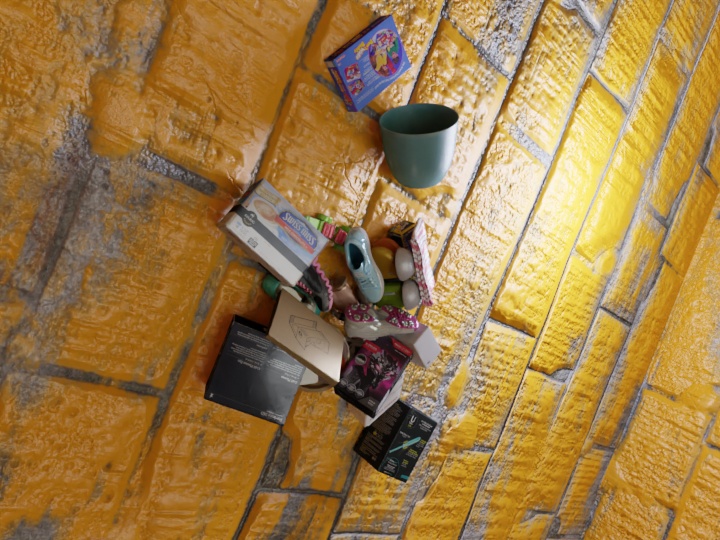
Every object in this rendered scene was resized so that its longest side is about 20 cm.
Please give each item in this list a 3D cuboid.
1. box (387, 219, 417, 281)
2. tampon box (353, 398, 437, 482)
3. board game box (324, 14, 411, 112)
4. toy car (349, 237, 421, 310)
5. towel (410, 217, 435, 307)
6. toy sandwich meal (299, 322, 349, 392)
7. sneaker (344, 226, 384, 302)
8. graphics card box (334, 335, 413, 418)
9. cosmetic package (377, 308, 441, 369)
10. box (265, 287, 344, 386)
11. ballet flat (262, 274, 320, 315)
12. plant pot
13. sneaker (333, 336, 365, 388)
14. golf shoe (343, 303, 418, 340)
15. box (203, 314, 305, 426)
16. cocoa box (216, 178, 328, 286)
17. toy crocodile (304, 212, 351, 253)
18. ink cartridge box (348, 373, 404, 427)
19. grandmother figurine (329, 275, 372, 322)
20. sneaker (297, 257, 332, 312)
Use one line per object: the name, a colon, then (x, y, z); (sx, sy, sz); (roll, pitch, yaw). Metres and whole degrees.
box: (0.142, -0.034, 1.583); (0.069, 0.064, 0.203); (-32, 120, -25)
tampon box: (0.105, 0.492, 1.677); (0.149, 0.125, 0.203); (36, 81, -39)
board game box: (0.022, -0.498, 1.359); (0.200, 0.044, 0.136); (-43, 125, -19)
toy car: (0.076, 0.010, 1.507); (0.151, 0.171, 0.204); (-60, 140, -55)
towel: (0.169, -0.024, 1.490); (0.147, 0.029, 0.204); (-67, 147, -62)
toy sandwich meal: (-0.123, 0.220, 1.412); (0.200, 0.070, 0.211); (0, 97, -4)
sneaker: (0.000, 0.000, 1.389); (0.204, 0.072, 0.082); (69, 27, -20)
graphics card box: (0.035, 0.257, 1.433); (0.201, 0.124, 0.051); (-51, 161, -29)
cosmetic package: (0.114, 0.181, 1.539); (0.071, 0.198, 0.102); (-46, 127, -21)
box: (-0.120, 0.151, 1.284); (0.199, 0.165, 0.021); (40, 117, -20)
ballet flat: (-0.157, 0.078, 1.385); (0.199, 0.070, 0.068); (39, 80, -38)
plant pot: (0.148, -0.308, 1.428); (0.198, 0.200, 0.164); (-27, 132, -27)
sneaker: (-0.039, 0.254, 1.526); (0.196, 0.079, 0.133); (-5, 108, -36)
golf shoe: (0.050, 0.139, 1.445); (0.195, 0.076, 0.093); (9, 129, -11)
box: (-0.237, 0.229, 1.307); (0.197, 0.104, 0.186); (23, 89, -14)
cocoa box: (-0.192, -0.081, 1.237); (0.200, 0.133, 0.132); (43, 78, -18)
toy crocodile: (-0.064, -0.090, 1.410); (0.198, 0.061, 0.069); (23, 90, -39)
ink cartridge box: (0.043, 0.317, 1.550); (0.146, 0.083, 0.202); (-34, 150, -28)
grandmother figurine: (-0.018, 0.104, 1.483); (0.202, 0.119, 0.061); (60, 41, -33)
sneaker: (-0.136, 0.014, 1.362); (0.094, 0.079, 0.204); (-26, 96, -27)
